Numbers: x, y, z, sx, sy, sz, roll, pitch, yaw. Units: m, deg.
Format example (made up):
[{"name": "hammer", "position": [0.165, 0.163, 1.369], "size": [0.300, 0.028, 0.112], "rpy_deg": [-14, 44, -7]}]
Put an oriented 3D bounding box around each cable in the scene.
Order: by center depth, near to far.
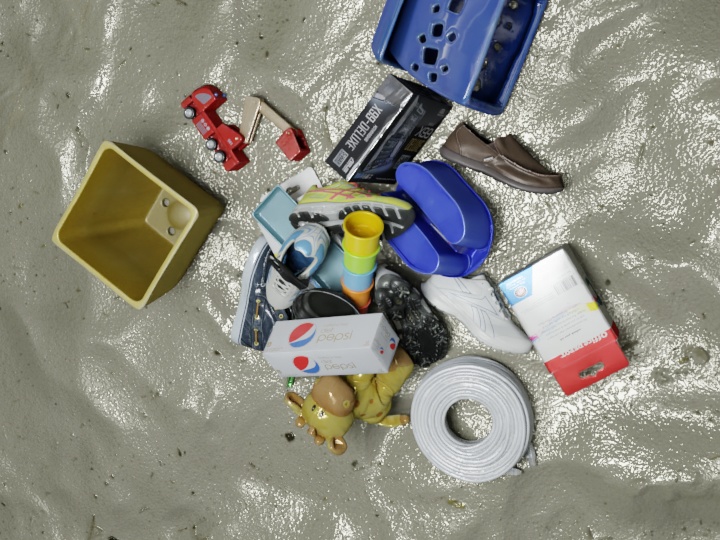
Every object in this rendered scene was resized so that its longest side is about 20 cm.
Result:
[{"name": "cable", "position": [0.175, 0.239, 1.451], "size": [0.199, 0.069, 0.201], "rpy_deg": [-3, 97, 18]}]

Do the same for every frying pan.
[{"name": "frying pan", "position": [-0.079, 0.045, 1.384], "size": [0.190, 0.031, 0.115], "rpy_deg": [34, 140, -13]}]

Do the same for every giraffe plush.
[{"name": "giraffe plush", "position": [-0.028, 0.196, 1.437], "size": [0.172, 0.162, 0.201], "rpy_deg": [17, 120, 42]}]

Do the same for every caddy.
[{"name": "caddy", "position": [0.115, -0.080, 1.400], "size": [0.142, 0.105, 0.200], "rpy_deg": [-50, 64, 26]}]

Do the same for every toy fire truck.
[{"name": "toy fire truck", "position": [-0.192, -0.240, 1.505], "size": [0.141, 0.049, 0.200], "rpy_deg": [-36, 86, 18]}]

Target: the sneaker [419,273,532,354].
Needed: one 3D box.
[{"name": "sneaker", "position": [0.190, 0.058, 1.421], "size": [0.200, 0.074, 0.087], "rpy_deg": [37, 102, 9]}]

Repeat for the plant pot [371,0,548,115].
[{"name": "plant pot", "position": [0.138, -0.352, 1.313], "size": [0.179, 0.200, 0.201], "rpy_deg": [26, 105, 19]}]

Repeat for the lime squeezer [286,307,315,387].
[{"name": "lime squeezer", "position": [-0.094, 0.110, 1.523], "size": [0.038, 0.071, 0.200], "rpy_deg": [1, 135, -19]}]

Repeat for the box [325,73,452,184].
[{"name": "box", "position": [0.046, -0.206, 1.357], "size": [0.050, 0.200, 0.158], "rpy_deg": [43, 107, 14]}]

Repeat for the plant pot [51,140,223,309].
[{"name": "plant pot", "position": [-0.340, -0.082, 1.496], "size": [0.194, 0.200, 0.196], "rpy_deg": [37, 106, 9]}]

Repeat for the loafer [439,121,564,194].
[{"name": "loafer", "position": [0.218, -0.171, 1.374], "size": [0.199, 0.073, 0.071], "rpy_deg": [23, 105, 13]}]

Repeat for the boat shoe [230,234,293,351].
[{"name": "boat shoe", "position": [-0.152, 0.044, 1.529], "size": [0.091, 0.071, 0.201], "rpy_deg": [19, 110, 13]}]

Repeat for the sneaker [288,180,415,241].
[{"name": "sneaker", "position": [-0.009, -0.103, 1.381], "size": [0.199, 0.091, 0.078], "rpy_deg": [4, 142, 21]}]

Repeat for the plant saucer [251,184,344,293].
[{"name": "plant saucer", "position": [-0.082, -0.043, 1.445], "size": [0.200, 0.019, 0.070], "rpy_deg": [46, 108, 5]}]

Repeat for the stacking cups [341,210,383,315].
[{"name": "stacking cups", "position": [0.000, 0.000, 1.371], "size": [0.060, 0.061, 0.200], "rpy_deg": [20, 140, 14]}]

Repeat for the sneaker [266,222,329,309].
[{"name": "sneaker", "position": [-0.110, 0.001, 1.411], "size": [0.072, 0.072, 0.200], "rpy_deg": [42, 138, 7]}]

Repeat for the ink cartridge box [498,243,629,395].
[{"name": "ink cartridge box", "position": [0.313, 0.075, 1.384], "size": [0.116, 0.067, 0.201], "rpy_deg": [-30, 88, 20]}]

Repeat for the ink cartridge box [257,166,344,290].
[{"name": "ink cartridge box", "position": [-0.087, -0.057, 1.489], "size": [0.115, 0.068, 0.201], "rpy_deg": [-30, 89, 18]}]

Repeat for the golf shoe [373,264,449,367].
[{"name": "golf shoe", "position": [0.080, 0.068, 1.443], "size": [0.077, 0.095, 0.200], "rpy_deg": [-27, 127, 2]}]

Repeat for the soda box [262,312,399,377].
[{"name": "soda box", "position": [-0.047, 0.115, 1.379], "size": [0.199, 0.068, 0.064], "rpy_deg": [-7, 134, 32]}]
